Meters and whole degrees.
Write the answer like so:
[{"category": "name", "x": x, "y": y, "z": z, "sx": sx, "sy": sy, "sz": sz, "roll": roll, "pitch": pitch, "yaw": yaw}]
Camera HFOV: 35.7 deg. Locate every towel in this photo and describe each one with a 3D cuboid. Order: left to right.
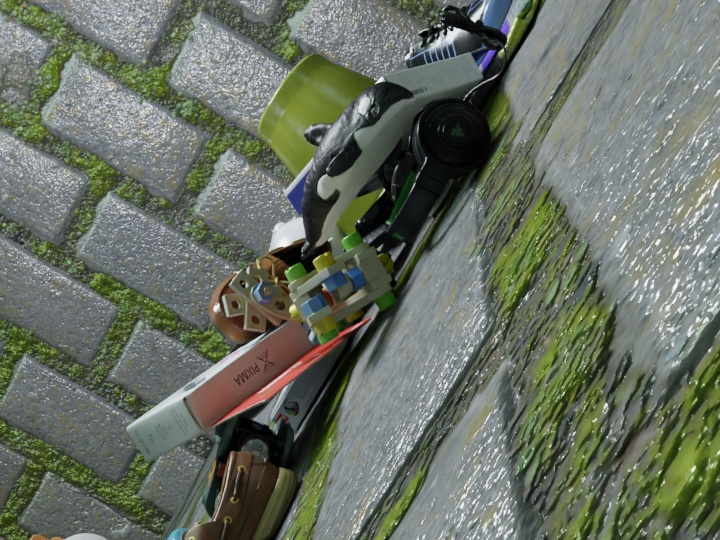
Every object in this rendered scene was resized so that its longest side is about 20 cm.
[{"category": "towel", "x": 0.139, "y": -0.221, "z": 1.262, "sx": 0.201, "sy": 0.023, "sz": 0.144, "roll": -58, "pitch": 4, "yaw": 34}]

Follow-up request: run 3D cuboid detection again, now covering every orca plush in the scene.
[{"category": "orca plush", "x": -0.021, "y": -0.108, "z": 1.054, "sx": 0.105, "sy": 0.071, "sz": 0.201, "roll": -31, "pitch": -22, "yaw": -36}]

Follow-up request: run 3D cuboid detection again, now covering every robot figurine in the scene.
[{"category": "robot figurine", "x": -0.073, "y": 0.013, "z": 1.464, "sx": 0.112, "sy": 0.170, "sz": 0.202, "roll": -13, "pitch": -43, "yaw": -36}]

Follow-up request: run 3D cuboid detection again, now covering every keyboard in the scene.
[{"category": "keyboard", "x": 0.027, "y": -0.046, "z": 1.336, "sx": 0.104, "sy": 0.040, "sz": 0.200, "roll": -48, "pitch": -7, "yaw": -3}]

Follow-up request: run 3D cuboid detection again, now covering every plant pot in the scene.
[{"category": "plant pot", "x": -0.021, "y": -0.167, "z": 1.423, "sx": 0.201, "sy": 0.192, "sz": 0.200, "roll": -54, "pitch": -5, "yaw": -7}]

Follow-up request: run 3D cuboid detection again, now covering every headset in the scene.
[{"category": "headset", "x": 0.065, "y": -0.124, "z": 0.982, "sx": 0.202, "sy": 0.093, "sz": 0.124, "roll": -61, "pitch": 4, "yaw": 8}]

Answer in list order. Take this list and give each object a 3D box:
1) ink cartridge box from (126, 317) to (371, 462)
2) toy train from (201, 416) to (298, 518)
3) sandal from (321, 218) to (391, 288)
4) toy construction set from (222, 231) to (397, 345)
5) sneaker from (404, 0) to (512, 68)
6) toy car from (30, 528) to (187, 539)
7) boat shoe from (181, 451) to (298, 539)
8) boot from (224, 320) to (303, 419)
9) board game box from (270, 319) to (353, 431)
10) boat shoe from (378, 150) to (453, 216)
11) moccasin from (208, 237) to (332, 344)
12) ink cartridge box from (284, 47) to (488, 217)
[{"category": "ink cartridge box", "x": -0.105, "y": 0.098, "z": 1.080, "sx": 0.173, "sy": 0.044, "sz": 0.200, "roll": -31, "pitch": 2, "yaw": 36}, {"category": "toy train", "x": -0.117, "y": 0.200, "z": 1.124, "sx": 0.200, "sy": 0.084, "sz": 0.115, "roll": 163, "pitch": 125, "yaw": -81}, {"category": "sandal", "x": 0.000, "y": 0.000, "z": 1.208, "sx": 0.075, "sy": 0.045, "sz": 0.200, "roll": -39, "pitch": -4, "yaw": -28}, {"category": "toy construction set", "x": -0.040, "y": 0.025, "z": 1.032, "sx": 0.130, "sy": 0.093, "sz": 0.199, "roll": -29, "pitch": 11, "yaw": -31}, {"category": "sneaker", "x": 0.100, "y": -0.251, "z": 1.258, "sx": 0.201, "sy": 0.077, "sz": 0.070, "roll": -56, "pitch": 5, "yaw": 46}, {"category": "toy car", "x": -0.302, "y": 0.373, "z": 1.286, "sx": 0.186, "sy": 0.199, "sz": 0.177, "roll": -59, "pitch": 4, "yaw": 13}, {"category": "boat shoe", "x": -0.121, "y": 0.239, "z": 0.917, "sx": 0.201, "sy": 0.067, "sz": 0.072, "roll": -63, "pitch": 5, "yaw": -35}, {"category": "boot", "x": -0.124, "y": 0.126, "z": 1.340, "sx": 0.154, "sy": 0.073, "sz": 0.205, "roll": 113, "pitch": -179, "yaw": -52}, {"category": "board game box", "x": -0.045, "y": 0.086, "z": 1.292, "sx": 0.127, "sy": 0.034, "sz": 0.200, "roll": -60, "pitch": 4, "yaw": 22}, {"category": "boat shoe", "x": 0.050, "y": -0.093, "z": 1.151, "sx": 0.070, "sy": 0.066, "sz": 0.200, "roll": -59, "pitch": 4, "yaw": 6}, {"category": "moccasin", "x": -0.089, "y": 0.016, "z": 1.179, "sx": 0.078, "sy": 0.074, "sz": 0.201, "roll": -42, "pitch": -8, "yaw": 34}, {"category": "ink cartridge box", "x": 0.039, "y": -0.146, "z": 1.183, "sx": 0.199, "sy": 0.041, "sz": 0.200, "roll": -27, "pitch": -13, "yaw": -46}]
